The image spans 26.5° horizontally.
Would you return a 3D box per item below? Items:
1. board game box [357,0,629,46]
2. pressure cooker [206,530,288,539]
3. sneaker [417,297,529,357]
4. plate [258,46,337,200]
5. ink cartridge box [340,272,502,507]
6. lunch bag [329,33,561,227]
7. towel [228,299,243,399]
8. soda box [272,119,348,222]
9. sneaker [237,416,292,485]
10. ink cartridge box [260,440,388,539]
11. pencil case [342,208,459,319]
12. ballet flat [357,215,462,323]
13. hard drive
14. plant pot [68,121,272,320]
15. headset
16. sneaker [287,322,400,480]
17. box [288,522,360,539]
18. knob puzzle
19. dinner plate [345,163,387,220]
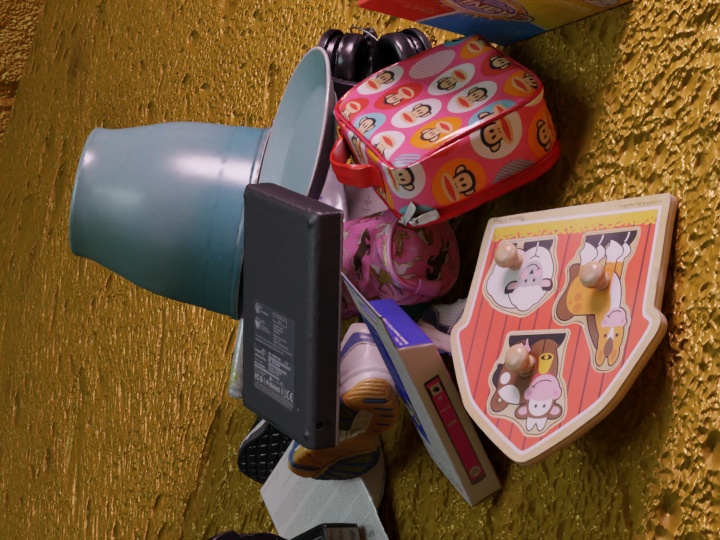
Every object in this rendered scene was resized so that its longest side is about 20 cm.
[{"bbox_3d":[0.107,-0.237,1.251,0.199,0.151,0.041,174,106,-65],"label":"board game box"},{"bbox_3d":[-0.118,0.349,1.336,0.200,0.177,0.177,-51,56,32],"label":"pressure cooker"},{"bbox_3d":[0.120,0.040,1.220,0.199,0.076,0.086,14,86,57],"label":"sneaker"},{"bbox_3d":[-0.055,-0.104,1.402,0.200,0.025,0.203,-167,90,-73],"label":"plate"},{"bbox_3d":[0.049,0.091,1.235,0.201,0.037,0.095,62,173,-28],"label":"ink cartridge box"},{"bbox_3d":[0.058,-0.116,1.277,0.083,0.175,0.200,66,175,-28],"label":"lunch bag"},{"bbox_3d":[-0.099,0.037,1.644,0.171,0.047,0.203,-88,8,-85],"label":"towel"},{"bbox_3d":[-0.046,-0.063,1.535,0.064,0.067,0.202,80,-179,-54],"label":"soda box"},{"bbox_3d":[-0.065,0.150,1.598,0.201,0.071,0.083,-58,3,42],"label":"sneaker"},{"bbox_3d":[-0.017,0.247,1.473,0.201,0.057,0.163,59,136,28],"label":"ink cartridge box"},{"bbox_3d":[0.000,0.000,1.335,0.199,0.083,0.087,-19,103,51],"label":"pencil case"},{"bbox_3d":[0.055,-0.022,1.393,0.201,0.075,0.064,-65,-4,30],"label":"ballet flat"},{"bbox_3d":[-0.061,0.035,1.307,0.139,0.033,0.203,24,116,58],"label":"hard drive"},{"bbox_3d":[-0.198,-0.064,1.583,0.200,0.185,0.203,-170,90,-90],"label":"plant pot"},{"bbox_3d":[0.013,-0.189,1.496,0.201,0.122,0.095,-96,6,-62],"label":"headset"},{"bbox_3d":[-0.012,0.120,1.369,0.200,0.074,0.089,125,148,-52],"label":"sneaker"},{"bbox_3d":[-0.053,0.358,1.437,0.193,0.047,0.203,-33,59,49],"label":"box"},{"bbox_3d":[0.134,0.042,1.114,0.218,0.030,0.222,-26,49,35],"label":"knob puzzle"},{"bbox_3d":[0.015,-0.061,1.534,0.200,0.024,0.203,-39,45,54],"label":"dinner plate"}]
